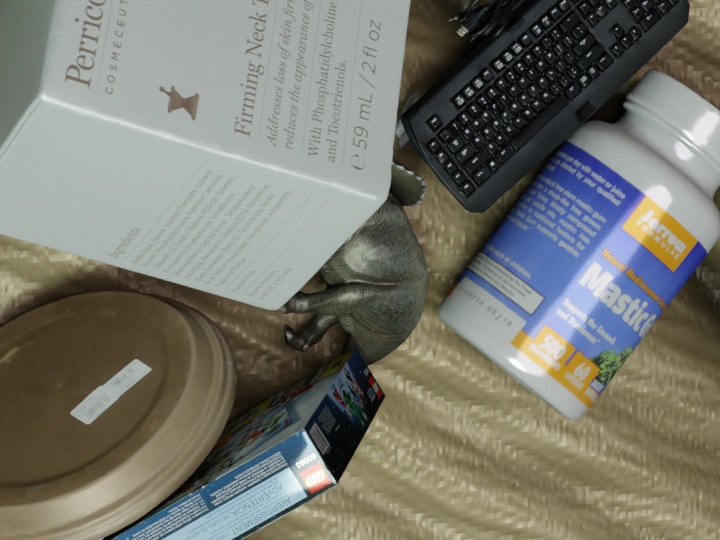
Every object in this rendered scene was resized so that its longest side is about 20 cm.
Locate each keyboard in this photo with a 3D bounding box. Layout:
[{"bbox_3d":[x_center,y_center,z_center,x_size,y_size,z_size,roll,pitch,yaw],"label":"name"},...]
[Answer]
[{"bbox_3d":[0.107,-0.133,1.699,0.200,0.040,0.104,-44,94,-20],"label":"keyboard"}]

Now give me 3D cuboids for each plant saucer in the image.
[{"bbox_3d":[-0.167,0.079,1.610,0.200,0.200,0.030,-30,128,-8],"label":"plant saucer"}]

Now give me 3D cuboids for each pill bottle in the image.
[{"bbox_3d":[0.147,-0.019,1.725,0.112,0.112,0.200,38,90,-19],"label":"pill bottle"}]

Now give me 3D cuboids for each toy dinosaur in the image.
[{"bbox_3d":[0.000,0.000,1.706,0.102,0.077,0.201,-8,99,-1],"label":"toy dinosaur"}]

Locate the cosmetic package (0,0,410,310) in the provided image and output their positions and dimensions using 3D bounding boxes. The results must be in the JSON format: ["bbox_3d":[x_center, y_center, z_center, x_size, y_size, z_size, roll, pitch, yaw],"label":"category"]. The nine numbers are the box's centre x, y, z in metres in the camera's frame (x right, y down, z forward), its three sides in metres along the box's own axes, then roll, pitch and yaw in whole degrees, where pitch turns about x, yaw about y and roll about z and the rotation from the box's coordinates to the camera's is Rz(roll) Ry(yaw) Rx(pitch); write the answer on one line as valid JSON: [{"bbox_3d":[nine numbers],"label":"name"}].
[{"bbox_3d":[-0.097,-0.103,1.577,0.200,0.166,0.168,16,62,-18],"label":"cosmetic package"}]

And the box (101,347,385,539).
[{"bbox_3d":[-0.064,0.113,1.626,0.136,0.200,0.038,-31,95,13],"label":"box"}]
